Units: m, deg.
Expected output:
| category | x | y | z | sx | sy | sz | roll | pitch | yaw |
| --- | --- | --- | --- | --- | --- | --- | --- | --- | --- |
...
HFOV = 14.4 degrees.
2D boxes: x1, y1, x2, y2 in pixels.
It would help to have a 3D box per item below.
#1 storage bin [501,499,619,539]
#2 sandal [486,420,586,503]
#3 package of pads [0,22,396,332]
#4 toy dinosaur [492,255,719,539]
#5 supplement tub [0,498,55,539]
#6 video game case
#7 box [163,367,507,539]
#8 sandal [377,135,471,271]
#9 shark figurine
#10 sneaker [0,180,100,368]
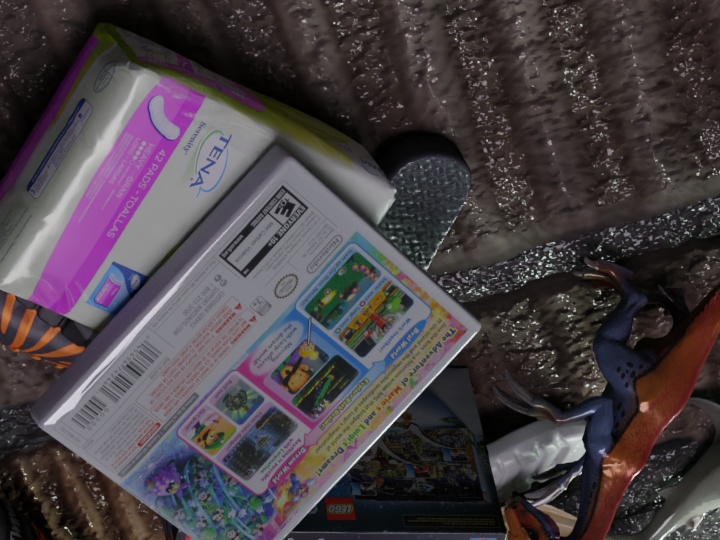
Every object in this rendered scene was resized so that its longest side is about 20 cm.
| category | x | y | z | sx | sy | sz | roll | pitch | yaw |
| --- | --- | --- | --- | --- | --- | --- | --- | --- | --- |
| storage bin | 0.074 | 0.273 | 1.809 | 0.094 | 0.201 | 0.198 | 26 | 143 | -36 |
| sandal | 0.047 | 0.129 | 1.805 | 0.202 | 0.050 | 0.083 | -18 | 152 | -12 |
| package of pads | -0.095 | -0.033 | 1.559 | 0.200 | 0.068 | 0.155 | 26 | 103 | -36 |
| toy dinosaur | 0.150 | 0.086 | 1.681 | 0.200 | 0.182 | 0.105 | -17 | 146 | 38 |
| supplement tub | -0.236 | 0.209 | 1.768 | 0.122 | 0.123 | 0.200 | -29 | 134 | 18 |
| video game case | -0.055 | 0.053 | 1.572 | 0.200 | 0.024 | 0.182 | -47 | 128 | 3 |
| box | -0.022 | 0.117 | 1.711 | 0.199 | 0.137 | 0.038 | 2 | 135 | -13 |
| sandal | 0.001 | 0.000 | 1.672 | 0.076 | 0.043 | 0.200 | 16 | 120 | -35 |
| shark figurine | 0.224 | 0.126 | 1.835 | 0.089 | 0.128 | 0.214 | 44 | 135 | -14 |
| sneaker | -0.201 | 0.025 | 1.633 | 0.112 | 0.078 | 0.200 | -34 | 121 | 27 |
